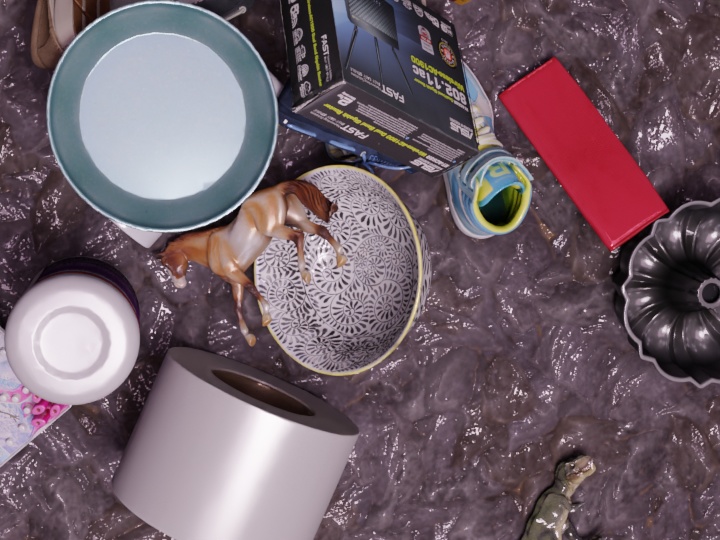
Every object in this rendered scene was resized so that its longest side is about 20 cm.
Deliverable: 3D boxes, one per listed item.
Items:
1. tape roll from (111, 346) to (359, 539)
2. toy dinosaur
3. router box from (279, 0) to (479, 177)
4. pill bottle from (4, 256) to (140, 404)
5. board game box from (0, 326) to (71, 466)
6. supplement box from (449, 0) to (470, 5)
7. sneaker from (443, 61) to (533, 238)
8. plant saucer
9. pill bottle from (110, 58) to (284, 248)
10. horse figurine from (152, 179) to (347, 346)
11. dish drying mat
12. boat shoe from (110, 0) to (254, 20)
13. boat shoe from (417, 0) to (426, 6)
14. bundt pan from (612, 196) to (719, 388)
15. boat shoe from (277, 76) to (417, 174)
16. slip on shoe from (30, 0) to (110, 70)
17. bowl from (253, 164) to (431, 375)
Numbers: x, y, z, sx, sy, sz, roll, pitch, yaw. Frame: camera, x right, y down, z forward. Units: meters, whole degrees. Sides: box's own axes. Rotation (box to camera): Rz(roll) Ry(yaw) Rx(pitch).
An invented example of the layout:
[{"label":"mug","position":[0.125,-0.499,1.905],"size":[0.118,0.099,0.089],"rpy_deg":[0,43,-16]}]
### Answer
[{"label":"tape roll","position":[-0.118,0.176,1.077],"size":[0.202,0.203,0.139],"rpy_deg":[24,91,-13]},{"label":"toy dinosaur","position":[0.212,0.297,1.237],"size":[0.088,0.047,0.200],"rpy_deg":[34,90,2]},{"label":"router box","position":[0.018,-0.187,1.029],"size":[0.200,0.062,0.150],"rpy_deg":[18,55,-46]},{"label":"pill bottle","position":[-0.258,0.048,1.033],"size":[0.112,0.200,0.113],"rpy_deg":[-1,98,-10]},{"label":"board game box","position":[-0.409,0.116,1.067],"size":[0.200,0.026,0.200],"rpy_deg":[-39,103,17]},{"label":"supplement box","position":[0.118,-0.372,1.099],"size":[0.085,0.110,0.200],"rpy_deg":[25,92,-12]},{"label":"sneaker","position":[0.117,-0.126,1.120],"size":[0.079,0.131,0.200],"rpy_deg":[-22,100,-7]},{"label":"plant saucer","position":[-0.173,-0.135,0.996],"size":[0.199,0.036,0.201],"rpy_deg":[-2,98,-12]},{"label":"pill bottle","position":[-0.166,-0.122,1.075],"size":[0.112,0.112,0.200],"rpy_deg":[42,88,-13]},{"label":"horse figurine","position":[-0.097,-0.023,1.092],"size":[0.200,0.050,0.133],"rpy_deg":[-42,72,24]},{"label":"dish drying mat","position":[0.229,-0.121,1.165],"size":[0.077,0.018,0.200],"rpy_deg":[-34,82,-5]},{"label":"boat shoe","position":[-0.197,-0.241,1.077],"size":[0.200,0.076,0.060],"rpy_deg":[-17,141,7]},{"label":"boat shoe","position":[-0.027,-0.293,1.094],"size":[0.200,0.065,0.072],"rpy_deg":[36,119,-10]},{"label":"bundt pan","position":[0.359,0.020,1.212],"size":[0.201,0.076,0.202],"rpy_deg":[-1,97,-11]},{"label":"boat shoe","position":[-0.012,-0.138,1.101],"size":[0.200,0.084,0.069],"rpy_deg":[28,108,-42]},{"label":"slip on shoe","position":[-0.262,-0.271,1.036],"size":[0.060,0.076,0.201],"rpy_deg":[-14,66,27]},{"label":"bowl","position":[0.000,0.000,1.115],"size":[0.094,0.200,0.201],"rpy_deg":[0,100,-55]}]
